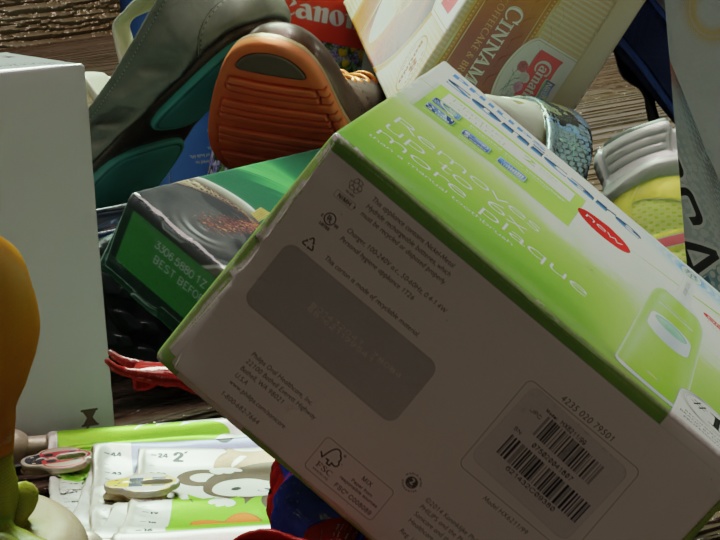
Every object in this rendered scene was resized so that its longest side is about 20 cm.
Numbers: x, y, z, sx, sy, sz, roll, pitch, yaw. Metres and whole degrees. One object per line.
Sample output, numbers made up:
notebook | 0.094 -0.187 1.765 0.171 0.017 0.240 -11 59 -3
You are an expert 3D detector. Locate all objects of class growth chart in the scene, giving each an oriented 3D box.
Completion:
growth chart | -0.048 0.076 1.055 0.144 0.018 0.200 -5 10 -12

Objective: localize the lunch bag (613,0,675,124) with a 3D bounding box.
lunch bag | 0.204 -0.079 1.403 0.132 0.200 0.136 -39 3 10

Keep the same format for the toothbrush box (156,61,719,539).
toothbrush box | 0.040 0.023 0.892 0.145 0.086 0.200 40 13 2

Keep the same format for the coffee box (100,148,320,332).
coffee box | 0.000 0.000 1.251 0.123 0.044 0.200 40 31 25

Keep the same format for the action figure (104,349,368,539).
action figure | -0.042 0.074 0.886 0.099 0.066 0.200 9 10 4

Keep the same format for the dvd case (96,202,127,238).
dvd case | -0.135 -0.001 1.390 0.148 0.016 0.200 -12 -9 -30

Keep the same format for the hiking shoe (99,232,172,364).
hiking shoe | -0.064 0.016 1.327 0.199 0.075 0.087 -1 -6 -44

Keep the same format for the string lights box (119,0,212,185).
string lights box | -0.066 -0.095 1.567 0.102 0.201 0.059 -8 8 -22

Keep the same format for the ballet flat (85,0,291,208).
ballet flat | -0.104 -0.080 1.390 0.067 0.064 0.200 -13 -25 -49

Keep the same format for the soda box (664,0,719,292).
soda box | 0.161 -0.043 1.114 0.068 0.201 0.063 1 10 39

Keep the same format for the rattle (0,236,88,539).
rattle | -0.165 0.049 0.916 0.130 0.143 0.200 -26 21 -15

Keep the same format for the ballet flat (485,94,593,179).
ballet flat | 0.054 -0.034 1.220 0.074 0.075 0.200 -3 29 6

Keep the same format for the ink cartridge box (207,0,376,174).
ink cartridge box | -0.011 -0.103 1.520 0.109 0.201 0.050 10 -4 -19

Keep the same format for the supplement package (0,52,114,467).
supplement package | -0.209 0.002 1.159 0.199 0.157 0.111 -8 10 -22

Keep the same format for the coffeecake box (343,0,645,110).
coffeecake box | 0.071 -0.146 1.396 0.073 0.154 0.200 29 13 -16

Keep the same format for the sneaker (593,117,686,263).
sneaker | 0.186 0.006 1.246 0.199 0.091 0.078 12 -30 -19

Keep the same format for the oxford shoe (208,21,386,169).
oxford shoe | -0.022 -0.069 1.375 0.071 0.073 0.200 13 -23 14
